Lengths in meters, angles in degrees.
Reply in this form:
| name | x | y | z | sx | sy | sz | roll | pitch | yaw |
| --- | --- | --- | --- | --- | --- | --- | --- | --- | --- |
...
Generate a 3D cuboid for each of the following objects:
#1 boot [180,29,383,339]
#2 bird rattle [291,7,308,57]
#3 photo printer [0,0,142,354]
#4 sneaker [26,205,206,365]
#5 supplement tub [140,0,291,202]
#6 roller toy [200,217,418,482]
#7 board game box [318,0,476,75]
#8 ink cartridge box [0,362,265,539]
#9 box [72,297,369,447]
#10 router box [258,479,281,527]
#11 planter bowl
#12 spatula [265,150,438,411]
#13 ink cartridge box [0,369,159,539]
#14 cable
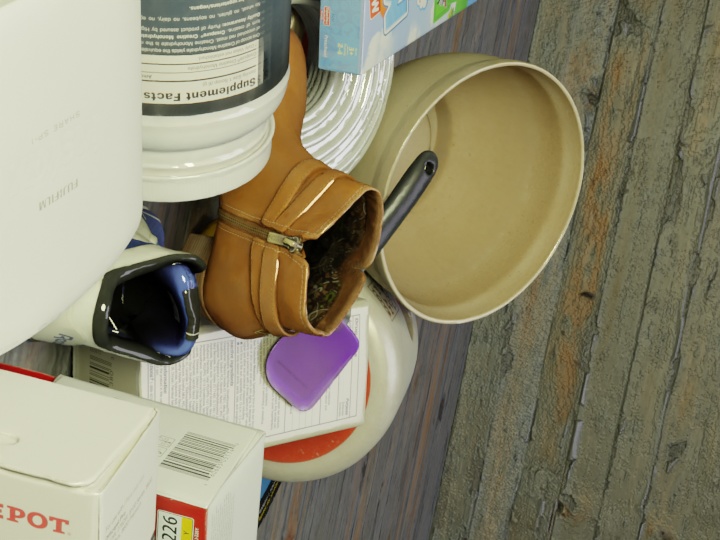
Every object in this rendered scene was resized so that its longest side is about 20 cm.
| name | x | y | z | sx | sy | sz | roll | pitch | yaw |
| --- | --- | --- | --- | --- | --- | --- | --- | --- | --- |
| boot | -0.043 | -0.057 | 0.959 | 0.076 | 0.155 | 0.202 | 24 | 81 | -33 |
| bird rattle | -0.057 | -0.172 | 1.211 | 0.201 | 0.112 | 0.163 | -62 | 172 | -16 |
| photo printer | -0.173 | -0.055 | 0.768 | 0.166 | 0.069 | 0.202 | -41 | 145 | -48 |
| sneaker | -0.139 | 0.014 | 0.947 | 0.199 | 0.114 | 0.081 | -34 | 136 | -75 |
| supplement tub | -0.106 | -0.155 | 0.868 | 0.141 | 0.139 | 0.202 | -62 | 160 | -53 |
| roller toy | -0.050 | 0.061 | 1.244 | 0.140 | 0.180 | 0.202 | -54 | 155 | -74 |
| board game box | 0.032 | -0.230 | 1.054 | 0.200 | 0.036 | 0.153 | -40 | 139 | -55 |
| ink cartridge box | -0.154 | 0.172 | 0.906 | 0.084 | 0.174 | 0.202 | -49 | 149 | -59 |
| box | -0.090 | 0.069 | 1.078 | 0.199 | 0.077 | 0.096 | -6 | 103 | -43 |
| router box | -0.085 | 0.115 | 1.471 | 0.201 | 0.051 | 0.150 | -65 | 161 | -48 |
| planter bowl | 0.053 | -0.077 | 1.213 | 0.199 | 0.134 | 0.202 | -18 | 121 | -33 |
| spatula | 0.000 | 0.000 | 1.081 | 0.057 | 0.020 | 0.201 | 43 | 68 | -36 |
| ink cartridge box | -0.183 | 0.156 | 0.809 | 0.084 | 0.143 | 0.202 | -58 | 157 | -61 |
| cable | -0.059 | -0.146 | 1.076 | 0.199 | 0.069 | 0.202 | 23 | 85 | -42 |
